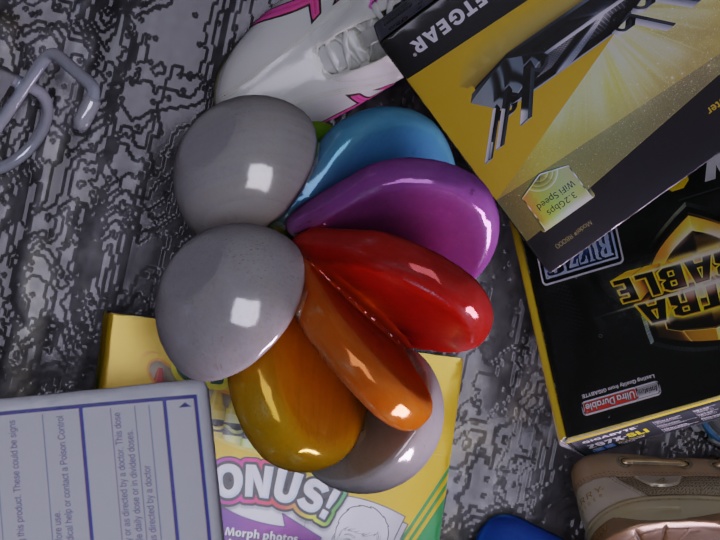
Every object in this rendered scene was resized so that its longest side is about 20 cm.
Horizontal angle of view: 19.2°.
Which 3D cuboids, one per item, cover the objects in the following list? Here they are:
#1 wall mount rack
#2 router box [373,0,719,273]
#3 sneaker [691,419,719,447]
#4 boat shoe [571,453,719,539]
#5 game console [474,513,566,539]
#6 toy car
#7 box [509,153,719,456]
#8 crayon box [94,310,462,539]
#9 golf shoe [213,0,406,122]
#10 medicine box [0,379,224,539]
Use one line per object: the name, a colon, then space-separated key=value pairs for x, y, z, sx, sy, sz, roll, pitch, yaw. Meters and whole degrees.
wall mount rack: x=-0.227 y=-0.047 z=1.093 sx=0.075 sy=0.200 sz=0.174 roll=43 pitch=104 yaw=30
router box: x=0.131 y=-0.121 z=1.113 sx=0.200 sy=0.052 sz=0.157 roll=-36 pitch=107 yaw=8
sneaker: x=0.214 y=0.006 z=1.214 sx=0.075 sy=0.087 sz=0.201 roll=-15 pitch=93 yaw=-7
boat shoe: x=0.214 y=0.132 z=1.222 sx=0.199 sy=0.071 sz=0.065 roll=6 pitch=47 yaw=-28
game console: x=0.125 y=0.268 z=1.241 sx=0.170 sy=0.118 sz=0.201 roll=27 pitch=88 yaw=-40
toy car: x=0.000 y=0.000 z=1.070 sx=0.149 sy=0.201 sz=0.175 roll=-23 pitch=135 yaw=30
box: x=0.190 y=-0.003 z=1.163 sx=0.199 sy=0.049 sz=0.161 roll=-17 pitch=69 yaw=18
crayon box: x=-0.054 y=0.120 z=1.185 sx=0.199 sy=0.058 sz=0.174 roll=7 pitch=90 yaw=-10
golf shoe: x=0.007 y=-0.137 z=1.172 sx=0.199 sy=0.092 sz=0.073 roll=-31 pitch=97 yaw=-6
medicine box: x=-0.166 y=0.160 z=1.072 sx=0.199 sy=0.103 sz=0.183 roll=-5 pitch=78 yaw=-7
